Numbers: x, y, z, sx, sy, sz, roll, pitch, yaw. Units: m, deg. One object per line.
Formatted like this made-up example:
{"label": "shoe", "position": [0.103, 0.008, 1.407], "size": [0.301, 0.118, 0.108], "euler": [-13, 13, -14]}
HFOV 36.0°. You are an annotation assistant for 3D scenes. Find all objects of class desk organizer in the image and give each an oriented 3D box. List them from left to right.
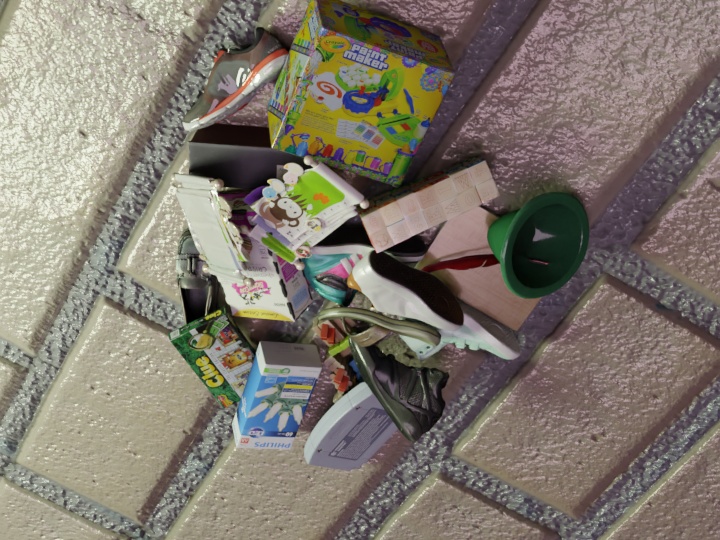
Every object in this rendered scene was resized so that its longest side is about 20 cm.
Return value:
{"label": "desk organizer", "position": [-0.154, -0.171, 1.673], "size": [0.198, 0.077, 0.072], "euler": [5, 121, 5]}

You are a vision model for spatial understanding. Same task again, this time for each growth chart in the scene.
{"label": "growth chart", "position": [-0.218, -0.060, 1.656], "size": [0.144, 0.018, 0.201], "euler": [20, 137, 41]}
{"label": "growth chart", "position": [-0.086, -0.084, 1.611], "size": [0.144, 0.018, 0.200], "euler": [28, 133, -26]}

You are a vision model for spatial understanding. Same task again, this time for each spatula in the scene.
{"label": "spatula", "position": [-0.084, -0.098, 1.679], "size": [0.199, 0.021, 0.056], "euler": [6, 150, -44]}

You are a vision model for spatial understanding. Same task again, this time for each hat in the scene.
{"label": "hat", "position": [0.222, -0.058, 1.709], "size": [0.199, 0.176, 0.167], "euler": [-12, 114, -31]}

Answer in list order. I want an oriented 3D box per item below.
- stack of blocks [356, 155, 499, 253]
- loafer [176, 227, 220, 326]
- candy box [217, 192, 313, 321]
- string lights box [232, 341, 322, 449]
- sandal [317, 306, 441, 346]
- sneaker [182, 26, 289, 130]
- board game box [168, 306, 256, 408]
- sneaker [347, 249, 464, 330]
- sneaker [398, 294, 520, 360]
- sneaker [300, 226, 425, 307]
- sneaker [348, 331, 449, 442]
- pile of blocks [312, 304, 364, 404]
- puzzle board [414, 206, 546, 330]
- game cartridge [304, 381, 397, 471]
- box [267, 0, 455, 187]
{"label": "stack of blocks", "position": [0.098, -0.102, 1.651], "size": [0.199, 0.115, 0.059], "euler": [-24, 102, 1]}
{"label": "loafer", "position": [-0.265, 0.030, 1.814], "size": [0.071, 0.063, 0.201], "euler": [3, 121, 8]}
{"label": "candy box", "position": [-0.169, -0.021, 1.746], "size": [0.136, 0.061, 0.201], "euler": [3, 124, 35]}
{"label": "string lights box", "position": [-0.144, 0.214, 1.888], "size": [0.102, 0.059, 0.201], "euler": [5, 127, -21]}
{"label": "sandal", "position": [0.025, 0.096, 1.737], "size": [0.199, 0.080, 0.058], "euler": [15, 87, 11]}
{"label": "sneaker", "position": [-0.192, -0.282, 1.628], "size": [0.199, 0.077, 0.082], "euler": [-35, 91, 19]}
{"label": "board game box", "position": [-0.229, 0.149, 1.857], "size": [0.104, 0.024, 0.200], "euler": [-24, 133, 6]}
{"label": "sneaker", "position": [0.068, 0.040, 1.710], "size": [0.199, 0.073, 0.085], "euler": [32, 134, -21]}
{"label": "sneaker", "position": [0.154, 0.109, 1.800], "size": [0.200, 0.074, 0.119], "euler": [31, 118, -4]}
{"label": "sneaker", "position": [0.000, 0.000, 1.751], "size": [0.198, 0.084, 0.121], "euler": [4, 126, -1]}
{"label": "sneaker", "position": [0.068, 0.167, 1.800], "size": [0.114, 0.076, 0.200], "euler": [-36, 86, -13]}
{"label": "pile of blocks", "position": [-0.023, 0.155, 1.857], "size": [0.081, 0.062, 0.201], "euler": [-9, 119, 13]}
{"label": "puzzle board", "position": [0.205, -0.009, 1.750], "size": [0.199, 0.017, 0.151], "euler": [29, 114, -10]}
{"label": "game cartridge", "position": [-0.005, 0.268, 1.905], "size": [0.133, 0.041, 0.200], "euler": [14, 127, -40]}
{"label": "box", "position": [-0.004, -0.251, 1.554], "size": [0.199, 0.122, 0.193], "euler": [16, 123, -19]}
